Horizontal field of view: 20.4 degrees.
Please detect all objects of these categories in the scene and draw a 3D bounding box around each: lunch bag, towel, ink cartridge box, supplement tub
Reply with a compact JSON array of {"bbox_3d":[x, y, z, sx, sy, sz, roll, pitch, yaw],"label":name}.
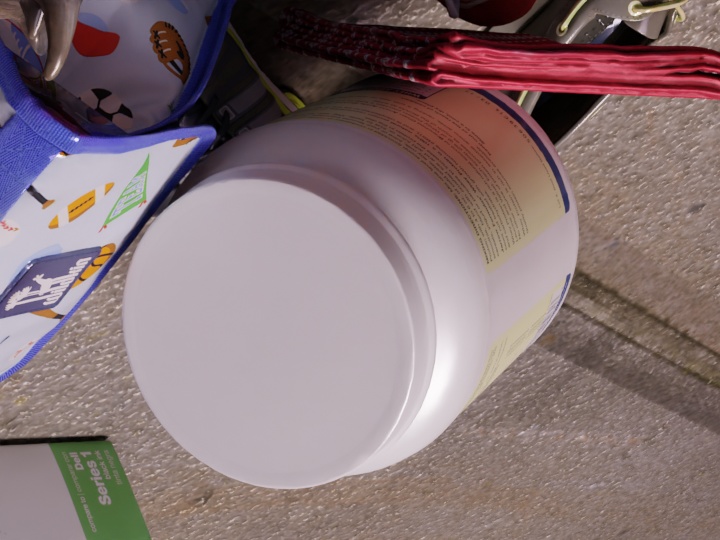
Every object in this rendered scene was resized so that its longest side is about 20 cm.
[{"bbox_3d":[-0.141,-0.047,0.780,0.124,0.200,0.170,36,117,-16],"label":"lunch bag"},{"bbox_3d":[0.058,-0.096,0.876,0.144,0.200,0.023,1,100,-22],"label":"towel"},{"bbox_3d":[-0.247,0.175,1.175,0.199,0.085,0.146,2,139,-39],"label":"ink cartridge box"},{"bbox_3d":[0.000,0.000,0.838,0.145,0.145,0.200,-42,176,26],"label":"supplement tub"}]

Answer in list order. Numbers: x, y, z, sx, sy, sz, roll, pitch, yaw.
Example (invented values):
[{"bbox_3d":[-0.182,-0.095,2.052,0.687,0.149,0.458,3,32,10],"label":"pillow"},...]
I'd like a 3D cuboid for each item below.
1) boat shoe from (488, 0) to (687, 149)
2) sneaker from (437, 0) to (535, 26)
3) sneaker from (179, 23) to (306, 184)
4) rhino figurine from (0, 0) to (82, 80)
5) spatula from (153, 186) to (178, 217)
[{"bbox_3d":[0.133,-0.136,1.008,0.072,0.060,0.202,9,135,-44],"label":"boat shoe"},{"bbox_3d":[0.059,-0.142,0.891,0.071,0.113,0.200,-27,150,3],"label":"sneaker"},{"bbox_3d":[-0.065,-0.064,0.948,0.074,0.081,0.200,-35,149,15],"label":"sneaker"},{"bbox_3d":[-0.125,-0.147,0.666,0.060,0.201,0.087,5,147,-46],"label":"rhino figurine"},{"bbox_3d":[-0.075,-0.029,1.052,0.199,0.021,0.057,8,123,-41],"label":"spatula"}]
